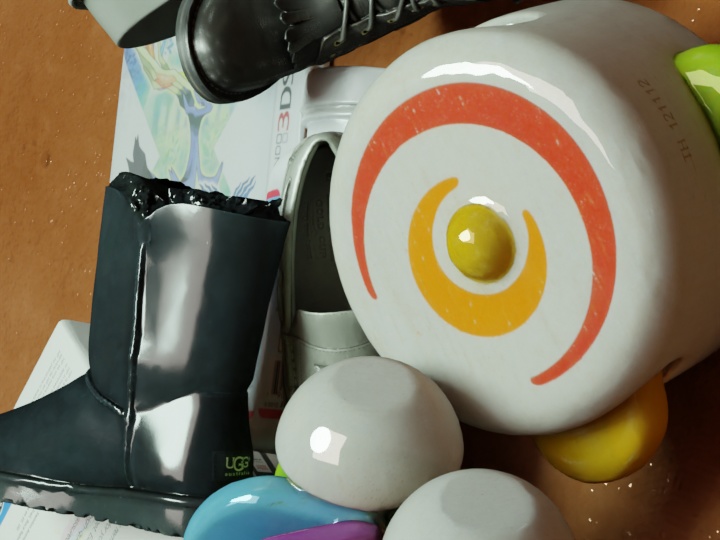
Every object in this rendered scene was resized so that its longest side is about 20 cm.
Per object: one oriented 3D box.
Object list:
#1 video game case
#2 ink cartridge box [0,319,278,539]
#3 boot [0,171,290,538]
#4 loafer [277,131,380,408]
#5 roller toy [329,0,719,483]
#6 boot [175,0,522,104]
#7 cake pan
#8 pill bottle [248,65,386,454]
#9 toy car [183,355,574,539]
[{"bbox_3d":[-0.092,-0.071,1.376,0.199,0.022,0.184,-5,77,51],"label":"video game case"},{"bbox_3d":[-0.102,0.152,1.235,0.148,0.144,0.200,-59,43,22],"label":"ink cartridge box"},{"bbox_3d":[-0.118,0.037,1.107,0.199,0.076,0.170,4,88,42],"label":"boot"},{"bbox_3d":[-0.010,0.032,1.082,0.069,0.070,0.202,-9,81,6],"label":"loafer"},{"bbox_3d":[0.083,-0.023,1.014,0.182,0.139,0.201,28,118,27],"label":"roller toy"},{"bbox_3d":[0.022,-0.146,1.118,0.173,0.200,0.070,-5,110,46],"label":"boot"},{"bbox_3d":[-0.067,-0.179,1.254,0.200,0.200,0.037,-27,89,44],"label":"cake pan"},{"bbox_3d":[0.000,0.000,1.177,0.108,0.108,0.202,-1,80,50],"label":"pill bottle"},{"bbox_3d":[-0.004,0.151,0.964,0.200,0.149,0.176,45,143,44],"label":"toy car"}]
